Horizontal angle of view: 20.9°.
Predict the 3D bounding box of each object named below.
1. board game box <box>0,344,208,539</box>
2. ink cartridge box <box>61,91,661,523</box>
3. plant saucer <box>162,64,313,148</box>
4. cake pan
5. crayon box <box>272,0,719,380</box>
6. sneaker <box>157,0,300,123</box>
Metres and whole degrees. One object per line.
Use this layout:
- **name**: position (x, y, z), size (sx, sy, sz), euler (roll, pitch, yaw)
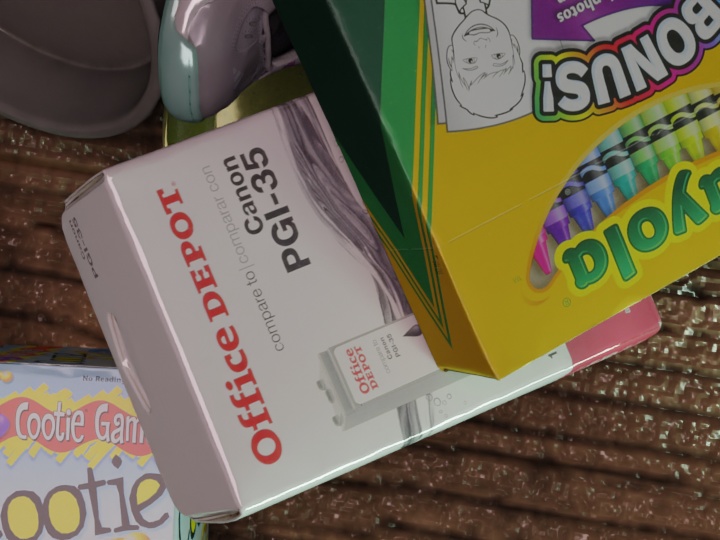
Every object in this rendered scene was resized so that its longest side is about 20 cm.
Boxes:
- **board game box**: position (-0.123, 0.137, 0.863), size (0.103, 0.105, 0.200), euler (2, 92, 4)
- **ink cartridge box**: position (0.000, 0.000, 0.797), size (0.200, 0.083, 0.147), euler (-22, 90, -21)
- **plant saucer**: position (0.011, -0.062, 0.887), size (0.200, 0.031, 0.200), euler (0, 91, 3)
- **cake pan**: position (-0.158, -0.142, 0.832), size (0.200, 0.200, 0.037), euler (34, 59, 3)
- **crayon box**: position (0.088, -0.079, 0.754), size (0.200, 0.058, 0.173), euler (-28, 98, -20)
- **sneaker**: position (0.012, -0.125, 0.801), size (0.140, 0.078, 0.200), euler (20, 59, 14)
